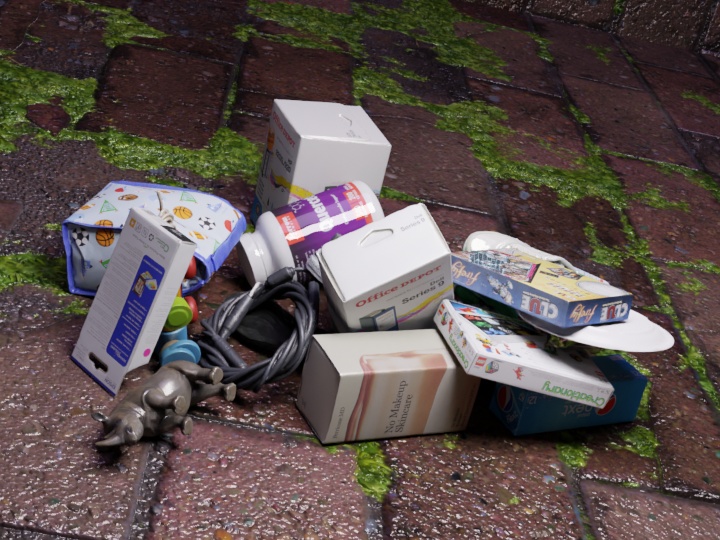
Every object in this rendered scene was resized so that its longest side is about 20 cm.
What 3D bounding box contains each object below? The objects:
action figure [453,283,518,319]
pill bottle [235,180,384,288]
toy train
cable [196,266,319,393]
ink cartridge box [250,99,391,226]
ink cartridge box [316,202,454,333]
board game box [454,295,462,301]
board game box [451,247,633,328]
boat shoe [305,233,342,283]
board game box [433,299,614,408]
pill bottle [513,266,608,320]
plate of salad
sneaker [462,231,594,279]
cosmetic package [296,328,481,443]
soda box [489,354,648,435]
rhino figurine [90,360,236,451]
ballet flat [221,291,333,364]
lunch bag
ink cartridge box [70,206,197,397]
[{"bbox_3d":[0.148,0.030,1.698,0.200,0.055,0.118,41,12,6],"label":"action figure"},{"bbox_3d":[-0.068,-0.044,1.761,0.199,0.113,0.113,-21,37,-15],"label":"pill bottle"},{"bbox_3d":[-0.229,0.021,1.501,0.084,0.201,0.116,-9,39,-17],"label":"toy train"},{"bbox_3d":[-0.126,0.073,1.539,0.162,0.051,0.201,-16,35,12],"label":"cable"},{"bbox_3d":[-0.062,-0.132,1.878,0.143,0.201,0.147,2,28,-23],"label":"ink cartridge box"},{"bbox_3d":[0.035,0.025,1.562,0.144,0.201,0.088,-25,59,-9],"label":"ink cartridge box"},{"bbox_3d":[0.144,0.084,1.708,0.199,0.032,0.120,22,31,-2],"label":"board game box"},{"bbox_3d":[0.217,0.019,1.574,0.135,0.035,0.199,-4,20,-43],"label":"board game box"},{"bbox_3d":[0.000,0.000,1.652,0.072,0.071,0.200,48,9,19],"label":"boat shoe"},{"bbox_3d":[0.198,0.101,1.540,0.199,0.035,0.126,16,22,-24],"label":"board game box"},{"bbox_3d":[0.243,0.028,1.798,0.199,0.109,0.109,24,27,6],"label":"pill bottle"},{"bbox_3d":[0.288,0.075,1.574,0.198,0.048,0.200,10,15,-3],"label":"plate of salad"},{"bbox_3d":[0.233,-0.003,1.710,0.199,0.076,0.081,25,-16,7],"label":"sneaker"},{"bbox_3d":[0.036,0.136,1.514,0.198,0.104,0.087,-2,31,-28],"label":"cosmetic package"},{"bbox_3d":[0.267,0.158,1.624,0.199,0.068,0.064,-2,29,-30],"label":"soda box"},{"bbox_3d":[-0.226,0.153,1.393,0.087,0.060,0.200,5,21,28],"label":"rhino figurine"},{"bbox_3d":[-0.100,0.085,1.623,0.199,0.057,0.067,26,68,27],"label":"ballet flat"},{"bbox_3d":[-0.264,-0.035,1.666,0.198,0.125,0.170,3,26,11],"label":"lunch bag"},{"bbox_3d":[-0.264,0.036,1.466,0.094,0.201,0.037,33,13,34],"label":"ink cartridge box"}]
